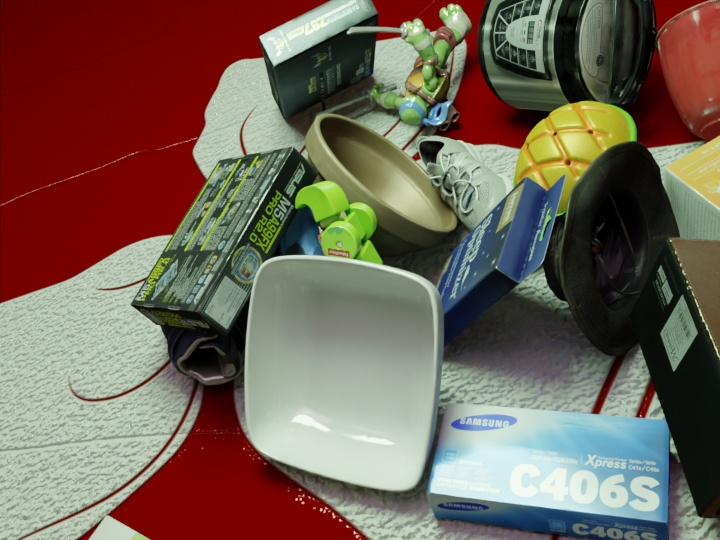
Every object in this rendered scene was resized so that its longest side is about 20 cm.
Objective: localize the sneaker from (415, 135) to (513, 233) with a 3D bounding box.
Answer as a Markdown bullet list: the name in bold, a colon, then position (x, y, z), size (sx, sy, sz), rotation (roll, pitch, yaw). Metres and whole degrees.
- **sneaker**: position (0.111, -0.096, 0.936), size (0.080, 0.076, 0.201), rotation (16, 22, -21)

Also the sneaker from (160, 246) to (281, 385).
- **sneaker**: position (-0.130, 0.039, 0.911), size (0.200, 0.077, 0.147), rotation (-35, 33, 0)

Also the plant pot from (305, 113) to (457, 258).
- **plant pot**: position (0.008, -0.080, 0.940), size (0.093, 0.198, 0.203), rotation (-52, 38, 23)

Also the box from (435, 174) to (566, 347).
- **box**: position (0.124, -0.009, 0.804), size (0.032, 0.200, 0.123), rotation (31, 53, -8)

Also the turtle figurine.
- **turtle figurine**: position (0.060, -0.291, 1.114), size (0.196, 0.146, 0.195), rotation (17, 47, 20)

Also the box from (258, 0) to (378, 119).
- **box**: position (-0.055, -0.295, 1.137), size (0.155, 0.200, 0.052), rotation (-27, 82, -6)

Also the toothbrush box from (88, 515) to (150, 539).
- **toothbrush box**: position (-0.170, 0.316, 0.665), size (0.196, 0.087, 0.147), rotation (14, 54, 30)

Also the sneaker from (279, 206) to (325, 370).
- **sneaker**: position (-0.041, 0.014, 0.882), size (0.077, 0.066, 0.205), rotation (-12, 71, 18)

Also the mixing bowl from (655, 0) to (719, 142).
- **mixing bowl**: position (0.419, -0.200, 0.883), size (0.195, 0.200, 0.111), rotation (1, 78, 22)

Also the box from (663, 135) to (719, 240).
- **box**: position (0.401, -0.041, 0.779), size (0.122, 0.099, 0.201), rotation (-28, 44, -7)

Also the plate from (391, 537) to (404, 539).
- **plate**: position (0.030, 0.322, 0.542), size (0.199, 0.032, 0.203), rotation (38, 105, 43)

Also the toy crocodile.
- **toy crocodile**: position (0.000, 0.000, 0.834), size (0.061, 0.203, 0.068), rotation (-21, 16, 29)

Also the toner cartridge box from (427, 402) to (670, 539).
- **toner cartridge box**: position (0.162, 0.172, 0.705), size (0.195, 0.044, 0.096), rotation (0, 46, 21)

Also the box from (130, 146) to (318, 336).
- **box**: position (-0.146, -0.033, 0.871), size (0.158, 0.044, 0.203), rotation (-1, 56, 51)

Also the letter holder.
- **letter holder**: position (0.325, 0.083, 0.662), size (0.138, 0.102, 0.203), rotation (2, 47, -6)

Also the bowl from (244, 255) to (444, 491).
- **bowl**: position (-0.010, 0.087, 0.773), size (0.195, 0.206, 0.074), rotation (8, 10, 24)

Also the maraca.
- **maraca**: position (0.222, -0.102, 0.906), size (0.201, 0.107, 0.136), rotation (-53, 37, -5)

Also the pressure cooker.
- **pressure cooker**: position (0.261, -0.281, 0.985), size (0.198, 0.176, 0.180), rotation (20, 68, 49)

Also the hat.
- **hat**: position (0.227, -0.020, 0.790), size (0.080, 0.202, 0.202), rotation (-1, 42, 51)
